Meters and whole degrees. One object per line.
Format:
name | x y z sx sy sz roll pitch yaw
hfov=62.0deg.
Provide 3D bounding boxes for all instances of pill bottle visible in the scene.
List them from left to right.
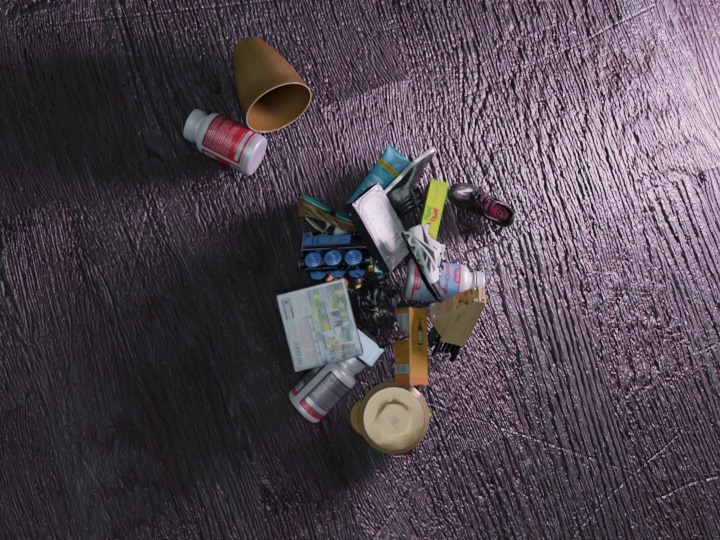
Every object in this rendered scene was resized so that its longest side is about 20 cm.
pill bottle | -0.358 -0.343 1.581 0.199 0.112 0.113 27 90 1
pill bottle | -0.084 0.292 1.572 0.200 0.111 0.111 -45 89 1
pill bottle | 0.218 0.033 1.569 0.198 0.109 0.110 7 90 1

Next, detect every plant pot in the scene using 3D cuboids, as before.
plant pot | -0.252 -0.500 1.561 0.185 0.186 0.201 -28 76 1

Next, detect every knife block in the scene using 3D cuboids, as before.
knife block | 0.257 0.149 1.543 0.199 0.064 0.176 -23 121 20

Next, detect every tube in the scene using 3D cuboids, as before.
tube | 0.045 -0.241 1.609 0.077 0.050 0.200 40 86 -7

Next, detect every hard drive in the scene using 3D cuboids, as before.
hard drive | 0.052 -0.110 1.544 0.038 0.140 0.201 -17 108 41

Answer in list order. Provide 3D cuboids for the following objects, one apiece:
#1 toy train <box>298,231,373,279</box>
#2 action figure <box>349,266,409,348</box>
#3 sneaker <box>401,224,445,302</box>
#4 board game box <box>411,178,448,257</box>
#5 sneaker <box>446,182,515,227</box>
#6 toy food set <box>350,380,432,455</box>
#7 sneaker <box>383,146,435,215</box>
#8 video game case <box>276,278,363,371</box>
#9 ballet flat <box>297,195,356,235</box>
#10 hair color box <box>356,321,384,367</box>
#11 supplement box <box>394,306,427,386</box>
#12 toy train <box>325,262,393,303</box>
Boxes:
toy train | -0.064 -0.044 1.564 0.198 0.087 0.115 -4 57 9
action figure | 0.046 0.094 1.536 0.118 0.102 0.202 -23 78 7
sneaker | 0.180 -0.023 1.484 0.088 0.074 0.202 -23 85 -3
board game box | 0.181 -0.130 1.574 0.047 0.102 0.202 12 90 0
sneaker | 0.324 -0.179 1.581 0.198 0.084 0.077 23 89 1
toy food set | 0.088 0.395 1.599 0.200 0.049 0.198 -44 89 0
sneaker | 0.148 -0.230 1.594 0.099 0.071 0.200 44 97 1
video game case | -0.103 0.139 1.520 0.180 0.022 0.202 -14 91 4
ballet flat | -0.080 -0.132 1.604 0.198 0.068 0.073 21 110 1
hair color box | -0.029 0.163 1.577 0.199 0.099 0.061 38 93 1
supplement box | 0.132 0.200 1.566 0.066 0.068 0.202 9 78 -38
toy train | 0.000 0.000 1.600 0.150 0.056 0.200 43 91 1
